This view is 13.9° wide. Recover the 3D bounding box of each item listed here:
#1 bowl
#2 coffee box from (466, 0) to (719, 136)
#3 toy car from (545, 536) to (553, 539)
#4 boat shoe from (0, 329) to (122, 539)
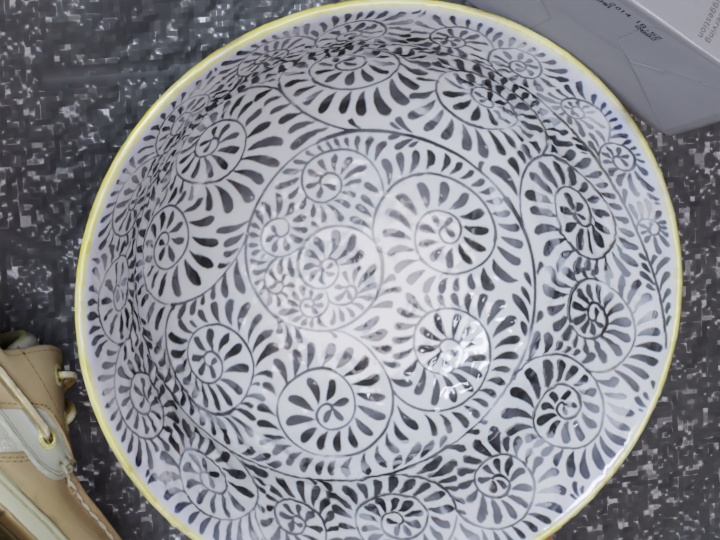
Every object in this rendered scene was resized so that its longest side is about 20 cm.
[{"bbox_3d":[0.000,0.000,0.994,0.201,0.094,0.201,-3,104,-10],"label":"bowl"},{"bbox_3d":[0.115,-0.160,0.951,0.113,0.080,0.200,33,74,-16],"label":"coffee box"},{"bbox_3d":[0.017,0.181,1.034,0.184,0.177,0.200,35,65,-30],"label":"toy car"},{"bbox_3d":[-0.130,0.046,0.991,0.200,0.074,0.066,50,61,-26],"label":"boat shoe"}]
